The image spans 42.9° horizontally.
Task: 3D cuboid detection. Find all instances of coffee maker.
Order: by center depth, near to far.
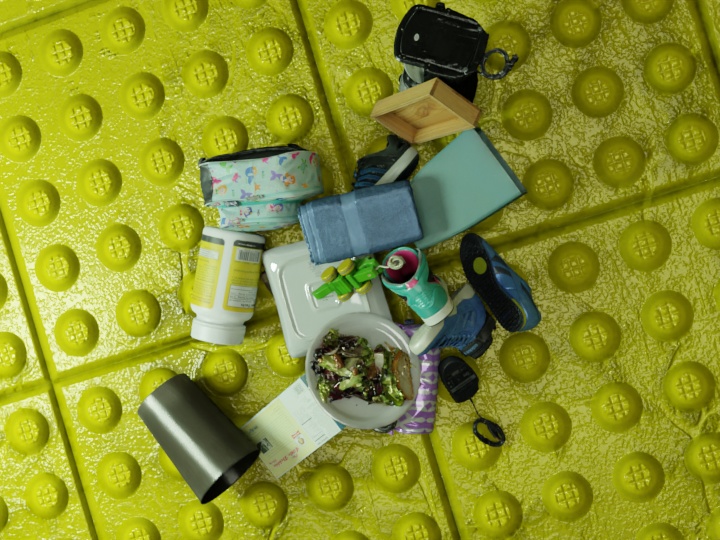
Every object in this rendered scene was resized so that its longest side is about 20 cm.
[{"bbox_3d":[0.150,-0.327,1.532,0.192,0.200,0.135,42,85,13],"label":"coffee maker"}]

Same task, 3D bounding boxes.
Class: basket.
[{"bbox_3d":[-0.295,0.294,1.641,0.136,0.180,0.200,-37,77,-26],"label":"basket"}]

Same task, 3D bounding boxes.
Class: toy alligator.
[{"bbox_3d":[0.000,0.000,1.520,0.200,0.054,0.059,-24,119,36],"label":"toy alligator"}]

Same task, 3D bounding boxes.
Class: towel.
[{"bbox_3d":[0.001,-0.080,1.532,0.199,0.049,0.112,-12,100,9],"label":"towel"}]

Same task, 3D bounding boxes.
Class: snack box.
[{"bbox_3d":[-0.120,0.277,1.627,0.116,0.037,0.200,51,125,4],"label":"snack box"}]

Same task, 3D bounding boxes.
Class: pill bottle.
[{"bbox_3d":[-0.242,0.027,1.643,0.114,0.114,0.201,11,92,7],"label":"pill bottle"}]

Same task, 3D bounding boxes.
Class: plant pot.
[{"bbox_3d":[0.162,-0.130,1.579,0.200,0.141,0.141,-38,86,15],"label":"plant pot"}]

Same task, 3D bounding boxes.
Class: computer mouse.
[{"bbox_3d":[0.196,0.231,1.613,0.059,0.034,0.200,-32,107,-4],"label":"computer mouse"}]

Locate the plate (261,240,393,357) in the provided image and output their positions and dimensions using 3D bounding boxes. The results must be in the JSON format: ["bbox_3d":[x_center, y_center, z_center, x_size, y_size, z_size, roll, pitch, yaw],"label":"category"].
[{"bbox_3d":[-0.061,0.040,1.599,0.199,0.032,0.201,-15,93,14],"label":"plate"}]

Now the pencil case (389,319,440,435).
[{"bbox_3d":[0.096,0.189,1.615,0.085,0.084,0.201,2,90,-29],"label":"pencil case"}]

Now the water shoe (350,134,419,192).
[{"bbox_3d":[0.015,-0.156,1.618,0.079,0.072,0.200,42,72,16],"label":"water shoe"}]

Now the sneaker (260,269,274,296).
[{"bbox_3d":[-0.080,-0.013,1.654,0.200,0.070,0.076,-29,104,12],"label":"sneaker"}]

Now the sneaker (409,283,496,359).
[{"bbox_3d":[0.168,0.112,1.561,0.111,0.200,0.077,50,129,-1],"label":"sneaker"}]

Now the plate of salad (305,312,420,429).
[{"bbox_3d":[0.008,0.163,1.527,0.199,0.048,0.201,4,71,-13],"label":"plate of salad"}]

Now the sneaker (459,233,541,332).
[{"bbox_3d":[0.248,0.019,1.613,0.066,0.078,0.200,-48,66,41],"label":"sneaker"}]

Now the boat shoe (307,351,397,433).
[{"bbox_3d":[-0.014,0.200,1.567,0.074,0.060,0.200,-41,85,-4],"label":"boat shoe"}]

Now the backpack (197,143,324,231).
[{"bbox_3d":[-0.163,-0.146,1.597,0.199,0.178,0.151,-13,91,10],"label":"backpack"}]

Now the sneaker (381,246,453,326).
[{"bbox_3d":[0.086,0.012,1.544,0.084,0.200,0.121,-37,106,3],"label":"sneaker"}]

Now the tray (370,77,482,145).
[{"bbox_3d":[0.107,-0.264,1.537,0.099,0.200,0.037,30,76,-23],"label":"tray"}]
